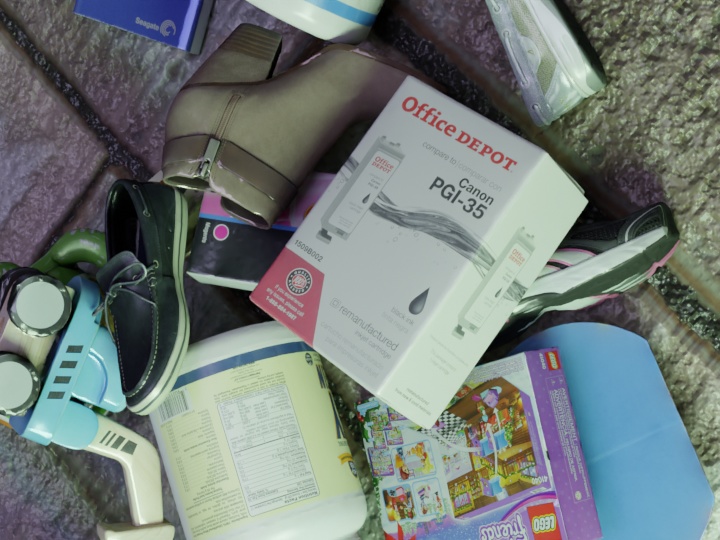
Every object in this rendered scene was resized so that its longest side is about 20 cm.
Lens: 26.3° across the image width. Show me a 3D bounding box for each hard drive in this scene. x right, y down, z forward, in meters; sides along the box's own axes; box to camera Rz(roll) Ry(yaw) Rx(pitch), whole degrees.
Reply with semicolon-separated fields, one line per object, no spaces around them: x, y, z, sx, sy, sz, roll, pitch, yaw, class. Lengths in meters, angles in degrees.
-0.168;-0.302;1.326;0.131;0.025;0.202;21;100;27;hard drive

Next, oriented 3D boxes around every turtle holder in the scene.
-0.254;0.056;1.325;0.131;0.141;0.186;36;70;9;turtle holder

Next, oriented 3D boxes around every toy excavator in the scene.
-0.215;0.114;1.222;0.196;0.198;0.100;-69;20;-5;toy excavator

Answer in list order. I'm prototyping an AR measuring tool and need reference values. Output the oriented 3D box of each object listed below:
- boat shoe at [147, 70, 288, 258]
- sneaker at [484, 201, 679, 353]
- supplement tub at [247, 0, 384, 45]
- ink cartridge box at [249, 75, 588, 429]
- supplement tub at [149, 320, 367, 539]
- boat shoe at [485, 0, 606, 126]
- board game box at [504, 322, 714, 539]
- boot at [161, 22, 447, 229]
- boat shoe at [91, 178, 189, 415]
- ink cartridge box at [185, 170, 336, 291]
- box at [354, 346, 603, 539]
-0.106;-0.084;1.262;0.200;0.071;0.063;-39;61;25;boat shoe
0.129;-0.012;1.116;0.198;0.080;0.087;-23;73;7;sneaker
-0.014;-0.288;1.182;0.131;0.132;0.202;33;106;25;supplement tub
0.040;-0.016;1.081;0.146;0.083;0.201;34;87;37;ink cartridge box
-0.078;0.154;1.207;0.144;0.145;0.202;-24;79;26;supplement tub
0.107;-0.205;1.149;0.065;0.074;0.203;-35;80;19;boat shoe
0.174;0.138;1.124;0.157;0.039;0.202;-31;72;30;board game box
-0.049;-0.100;1.164;0.198;0.070;0.148;16;71;12;boot
-0.170;0.015;1.174;0.074;0.062;0.202;-32;49;40;boat shoe
-0.030;-0.025;1.182;0.198;0.037;0.096;9;79;14;ink cartridge box
0.082;0.144;1.139;0.199;0.039;0.138;-21;78;50;box
